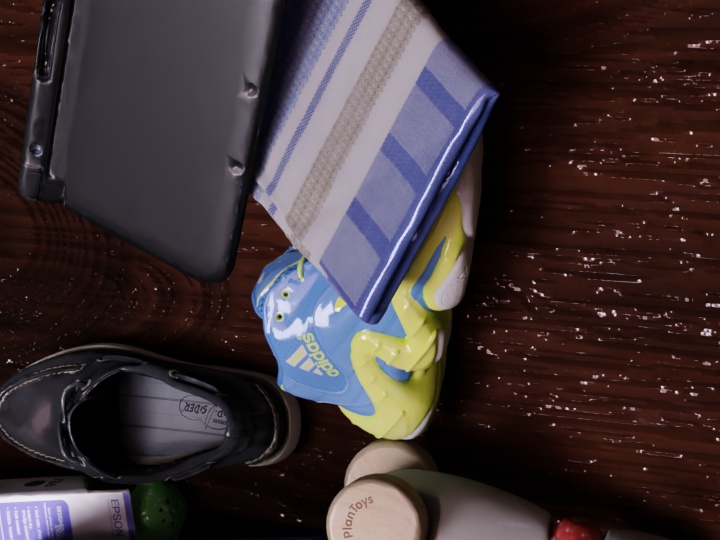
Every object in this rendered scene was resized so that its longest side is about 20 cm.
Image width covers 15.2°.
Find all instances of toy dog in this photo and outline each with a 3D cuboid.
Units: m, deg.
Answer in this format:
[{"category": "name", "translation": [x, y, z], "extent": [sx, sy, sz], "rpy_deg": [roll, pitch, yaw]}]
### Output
[{"category": "toy dog", "translation": [0.065, 0.159, 1.359], "extent": [0.200, 0.132, 0.096], "rpy_deg": [22, 105, 28]}]

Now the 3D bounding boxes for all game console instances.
[{"category": "game console", "translation": [-0.105, -0.125, 1.373], "extent": [0.116, 0.176, 0.200], "rpy_deg": [9, 124, -7]}]

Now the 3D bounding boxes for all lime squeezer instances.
[{"category": "lime squeezer", "translation": [-0.135, 0.151, 1.576], "extent": [0.071, 0.038, 0.200], "rpy_deg": [26, 127, 26]}]

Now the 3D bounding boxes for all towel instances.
[{"category": "towel", "translation": [-0.015, -0.087, 1.308], "extent": [0.200, 0.024, 0.147], "rpy_deg": [51, 125, 38]}]

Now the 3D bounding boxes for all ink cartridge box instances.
[{"category": "ink cartridge box", "translation": [-0.214, 0.174, 1.584], "extent": [0.200, 0.039, 0.100], "rpy_deg": [-3, 101, 18]}]

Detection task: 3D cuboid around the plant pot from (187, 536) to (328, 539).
[{"category": "plant pot", "translation": [-0.121, 0.240, 1.434], "extent": [0.200, 0.200, 0.180], "rpy_deg": [-4, 90, 13]}]

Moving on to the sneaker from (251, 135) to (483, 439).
[{"category": "sneaker", "translation": [0.000, 0.000, 1.344], "extent": [0.105, 0.076, 0.200], "rpy_deg": [10, 124, 0]}]

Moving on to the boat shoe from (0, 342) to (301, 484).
[{"category": "boat shoe", "translation": [-0.134, 0.083, 1.500], "extent": [0.199, 0.066, 0.075], "rpy_deg": [7, 98, 29]}]
